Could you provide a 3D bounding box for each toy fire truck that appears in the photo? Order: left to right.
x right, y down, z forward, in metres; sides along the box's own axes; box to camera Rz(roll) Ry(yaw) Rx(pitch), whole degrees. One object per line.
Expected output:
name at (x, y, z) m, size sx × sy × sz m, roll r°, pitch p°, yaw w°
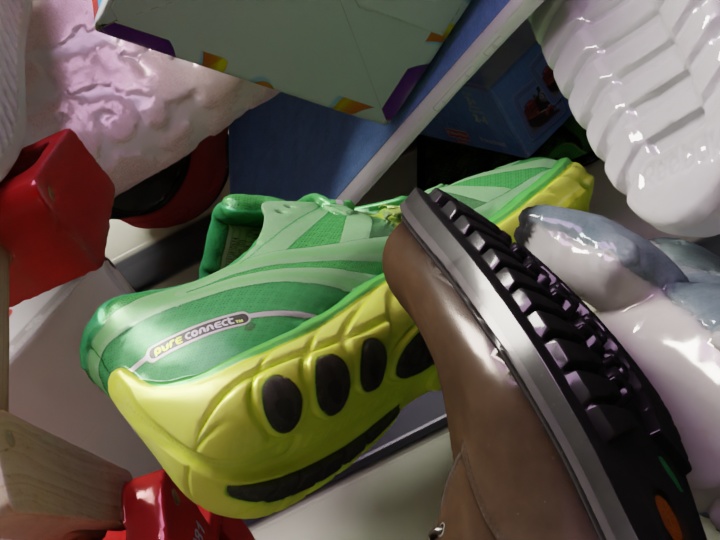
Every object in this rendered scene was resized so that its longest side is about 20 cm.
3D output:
toy fire truck at (-0.079, 0.068, 0.679) m, size 0.049 × 0.141 × 0.200 m, roll -22°, pitch 31°, yaw 17°

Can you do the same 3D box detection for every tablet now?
tablet at (0.006, -0.082, 0.824) m, size 0.200 × 0.014 × 0.130 m, roll -48°, pitch 35°, yaw 44°

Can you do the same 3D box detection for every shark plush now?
shark plush at (0.117, 0.024, 0.645) m, size 0.083 × 0.091 × 0.200 m, roll -13°, pitch 11°, yaw -34°

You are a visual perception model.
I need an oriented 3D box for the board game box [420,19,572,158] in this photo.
board game box at (0.070, -0.127, 0.919) m, size 0.200 × 0.037 × 0.151 m, roll -46°, pitch 34°, yaw -21°

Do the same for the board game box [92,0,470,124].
board game box at (-0.026, -0.158, 0.799) m, size 0.103 × 0.105 × 0.200 m, roll -56°, pitch 29°, yaw 33°

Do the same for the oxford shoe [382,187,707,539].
oxford shoe at (0.040, 0.063, 0.596) m, size 0.084 × 0.073 × 0.200 m, roll -37°, pitch 52°, yaw 17°

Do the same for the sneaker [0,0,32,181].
sneaker at (-0.147, -0.055, 0.727) m, size 0.082 × 0.074 × 0.200 m, roll -29°, pitch 21°, yaw 14°

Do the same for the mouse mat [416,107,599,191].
mouse mat at (0.091, -0.099, 0.903) m, size 0.161 × 0.008 × 0.200 m, roll -23°, pitch 32°, yaw 14°

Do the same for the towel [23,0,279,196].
towel at (-0.149, -0.081, 0.826) m, size 0.200 × 0.032 × 0.191 m, roll -32°, pitch 63°, yaw -6°

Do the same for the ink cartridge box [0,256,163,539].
ink cartridge box at (-0.167, 0.063, 0.824) m, size 0.200 × 0.085 × 0.146 m, roll 7°, pitch 48°, yaw 45°

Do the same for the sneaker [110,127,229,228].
sneaker at (-0.113, -0.107, 0.898) m, size 0.071 × 0.200 × 0.098 m, roll -18°, pitch 1°, yaw 29°

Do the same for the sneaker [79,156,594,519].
sneaker at (0.000, 0.000, 0.708) m, size 0.084 × 0.074 × 0.200 m, roll 36°, pitch 33°, yaw 22°

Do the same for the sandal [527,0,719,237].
sandal at (0.088, -0.088, 0.739) m, size 0.082 × 0.050 × 0.203 m, roll -46°, pitch 40°, yaw 40°
